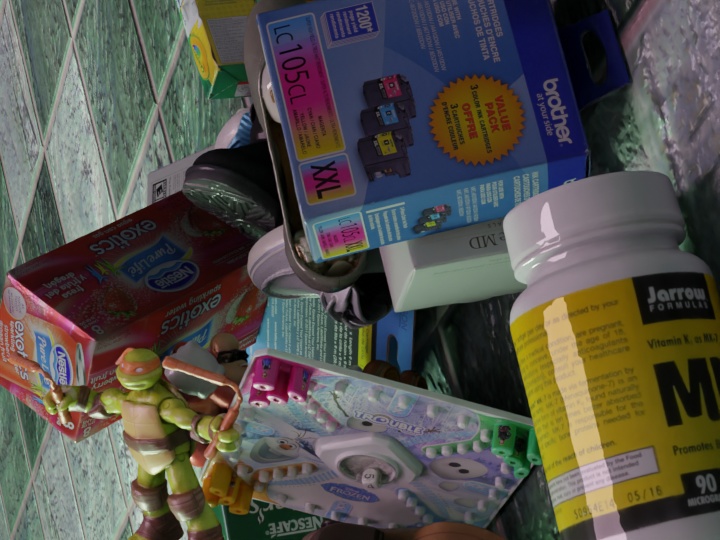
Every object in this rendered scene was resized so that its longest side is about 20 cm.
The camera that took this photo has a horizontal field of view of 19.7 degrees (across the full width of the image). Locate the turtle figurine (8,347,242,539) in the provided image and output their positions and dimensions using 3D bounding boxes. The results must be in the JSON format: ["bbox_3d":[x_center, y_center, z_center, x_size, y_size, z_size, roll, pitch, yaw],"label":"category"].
[{"bbox_3d":[-0.142,0.114,1.384,0.200,0.064,0.161,5,115,32],"label":"turtle figurine"}]

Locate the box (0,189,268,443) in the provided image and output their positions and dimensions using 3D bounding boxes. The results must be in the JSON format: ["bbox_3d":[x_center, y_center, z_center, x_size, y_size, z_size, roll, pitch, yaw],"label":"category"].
[{"bbox_3d":[-0.161,0.028,1.509,0.095,0.200,0.100,35,129,24],"label":"box"}]

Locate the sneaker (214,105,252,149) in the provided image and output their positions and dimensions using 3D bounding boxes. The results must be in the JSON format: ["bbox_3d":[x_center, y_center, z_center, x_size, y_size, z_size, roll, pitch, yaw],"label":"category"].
[{"bbox_3d":[-0.078,-0.096,1.627,0.200,0.076,0.081,82,179,-75],"label":"sneaker"}]

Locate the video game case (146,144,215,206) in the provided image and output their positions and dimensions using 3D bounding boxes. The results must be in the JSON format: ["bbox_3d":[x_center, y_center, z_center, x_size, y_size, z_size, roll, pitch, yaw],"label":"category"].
[{"bbox_3d":[-0.130,-0.010,1.797,0.182,0.022,0.200,-18,66,49],"label":"video game case"}]

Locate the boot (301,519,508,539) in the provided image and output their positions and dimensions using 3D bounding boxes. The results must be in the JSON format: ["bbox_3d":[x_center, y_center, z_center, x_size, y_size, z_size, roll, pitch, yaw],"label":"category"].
[{"bbox_3d":[0.050,0.214,1.392,0.146,0.200,0.070,77,-147,-69],"label":"boot"}]

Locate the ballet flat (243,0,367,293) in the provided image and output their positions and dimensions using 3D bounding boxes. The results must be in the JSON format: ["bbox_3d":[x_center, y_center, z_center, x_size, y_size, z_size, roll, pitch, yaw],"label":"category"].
[{"bbox_3d":[-0.029,-0.084,1.343,0.064,0.067,0.200,-170,69,-82],"label":"ballet flat"}]

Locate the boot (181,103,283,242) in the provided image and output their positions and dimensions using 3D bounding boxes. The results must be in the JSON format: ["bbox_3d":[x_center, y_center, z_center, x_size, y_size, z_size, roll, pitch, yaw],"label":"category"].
[{"bbox_3d":[-0.056,-0.130,1.462,0.165,0.066,0.200,47,-122,-72],"label":"boot"}]

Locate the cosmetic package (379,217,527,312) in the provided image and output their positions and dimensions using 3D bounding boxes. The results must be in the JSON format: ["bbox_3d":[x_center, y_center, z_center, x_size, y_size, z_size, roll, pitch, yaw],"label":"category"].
[{"bbox_3d":[0.053,-0.085,1.291,0.085,0.108,0.200,107,149,-67],"label":"cosmetic package"}]

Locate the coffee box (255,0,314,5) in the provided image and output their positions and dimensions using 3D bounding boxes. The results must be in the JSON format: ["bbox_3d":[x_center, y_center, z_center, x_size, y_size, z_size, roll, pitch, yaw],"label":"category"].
[{"bbox_3d":[-0.017,-0.228,1.427,0.044,0.123,0.200,139,120,-69],"label":"coffee box"}]

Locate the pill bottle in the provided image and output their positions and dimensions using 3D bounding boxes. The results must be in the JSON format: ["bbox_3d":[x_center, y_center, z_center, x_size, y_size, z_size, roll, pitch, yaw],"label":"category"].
[{"bbox_3d":[0.143,0.056,1.100,0.114,0.114,0.200,135,125,-65],"label":"pill bottle"}]

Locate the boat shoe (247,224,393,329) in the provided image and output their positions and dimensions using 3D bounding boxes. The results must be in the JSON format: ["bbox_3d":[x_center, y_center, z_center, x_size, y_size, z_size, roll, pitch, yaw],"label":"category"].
[{"bbox_3d":[0.001,0.000,1.408,0.201,0.070,0.072,-14,62,36],"label":"boat shoe"}]

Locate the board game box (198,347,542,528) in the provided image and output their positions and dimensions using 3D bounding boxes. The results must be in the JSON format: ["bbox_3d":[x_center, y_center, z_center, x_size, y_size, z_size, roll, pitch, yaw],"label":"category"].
[{"bbox_3d":[0.004,0.132,1.381,0.200,0.200,0.026,117,167,-56],"label":"board game box"}]

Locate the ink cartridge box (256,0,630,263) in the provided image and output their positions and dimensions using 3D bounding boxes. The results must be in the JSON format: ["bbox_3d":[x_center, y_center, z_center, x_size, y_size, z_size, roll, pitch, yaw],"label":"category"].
[{"bbox_3d":[0.052,-0.100,1.206,0.076,0.200,0.137,82,175,-71],"label":"ink cartridge box"}]

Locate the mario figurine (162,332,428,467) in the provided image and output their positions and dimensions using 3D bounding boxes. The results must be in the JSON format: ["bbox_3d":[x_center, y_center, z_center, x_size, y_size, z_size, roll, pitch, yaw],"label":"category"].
[{"bbox_3d":[-0.059,0.073,1.433,0.106,0.200,0.123,-69,-32,-42],"label":"mario figurine"}]

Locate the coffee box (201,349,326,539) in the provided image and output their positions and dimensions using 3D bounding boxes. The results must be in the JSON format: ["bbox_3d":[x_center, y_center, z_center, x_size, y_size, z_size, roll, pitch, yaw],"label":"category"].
[{"bbox_3d":[-0.067,0.141,1.655,0.044,0.123,0.200,155,108,-66],"label":"coffee box"}]

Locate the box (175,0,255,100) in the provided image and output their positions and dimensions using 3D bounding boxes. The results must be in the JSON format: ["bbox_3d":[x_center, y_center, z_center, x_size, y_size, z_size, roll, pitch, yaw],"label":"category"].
[{"bbox_3d":[-0.088,-0.226,1.617,0.048,0.117,0.200,114,144,-53],"label":"box"}]

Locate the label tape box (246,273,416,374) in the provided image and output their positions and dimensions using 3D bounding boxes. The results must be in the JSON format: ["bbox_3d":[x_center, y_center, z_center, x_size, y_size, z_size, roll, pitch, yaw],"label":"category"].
[{"bbox_3d":[-0.003,0.039,1.534,0.200,0.063,0.144,27,123,45],"label":"label tape box"}]
